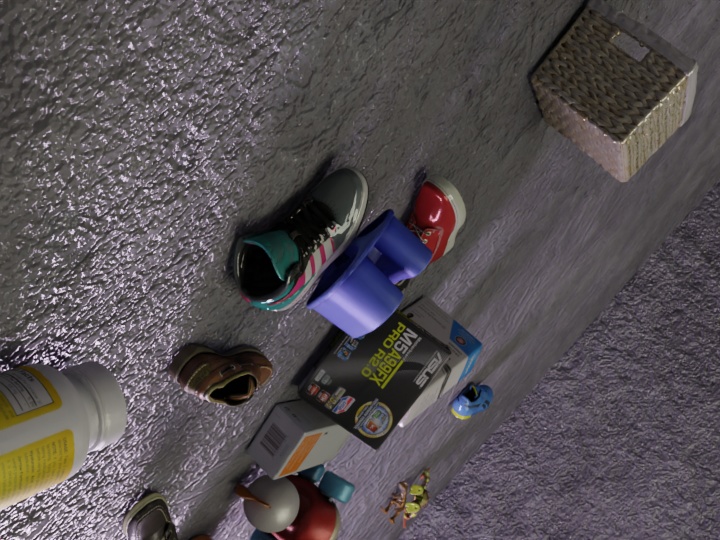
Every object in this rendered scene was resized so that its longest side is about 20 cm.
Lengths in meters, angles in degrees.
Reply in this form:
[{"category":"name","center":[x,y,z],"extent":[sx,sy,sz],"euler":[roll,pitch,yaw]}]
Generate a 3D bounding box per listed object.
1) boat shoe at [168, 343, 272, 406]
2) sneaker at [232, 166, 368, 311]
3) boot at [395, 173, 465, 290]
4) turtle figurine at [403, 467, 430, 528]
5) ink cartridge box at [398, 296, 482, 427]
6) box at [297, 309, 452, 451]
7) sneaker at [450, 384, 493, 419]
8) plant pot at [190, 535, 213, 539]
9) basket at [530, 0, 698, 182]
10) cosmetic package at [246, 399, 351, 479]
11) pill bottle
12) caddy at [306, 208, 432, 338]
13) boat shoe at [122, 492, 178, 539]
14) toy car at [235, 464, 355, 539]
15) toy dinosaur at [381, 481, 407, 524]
[{"category":"boat shoe","center":[-0.162,0.142,0.984],"extent":[0.072,0.068,0.200],"euler":[-56,157,9]},{"category":"sneaker","center":[-0.075,-0.035,0.872],"extent":[0.201,0.083,0.121],"euler":[-55,166,12]},{"category":"boot","center":[0.079,-0.044,1.147],"extent":[0.144,0.072,0.200],"euler":[-40,158,-19]},{"category":"turtle figurine","center":[0.175,0.699,2.360],"extent":[0.201,0.064,0.161],"euler":[-63,164,-5]},{"category":"ink cartridge box","center":[0.093,0.156,1.366],"extent":[0.199,0.146,0.085],"euler":[-31,152,-38]},{"category":"box","center":[0.021,0.157,1.225],"extent":[0.200,0.160,0.044],"euler":[-52,-172,6]},{"category":"sneaker","center":[0.327,0.351,2.176],"extent":[0.199,0.066,0.079],"euler":[-16,136,-53]},{"category":"plant pot","center":[-0.246,0.553,1.294],"extent":[0.200,0.183,0.201],"euler":[-40,155,-22]},{"category":"basket","center":[0.392,-0.274,1.214],"extent":[0.161,0.198,0.200],"euler":[-48,157,6]},{"category":"cosmetic package","center":[-0.090,0.275,1.307],"extent":[0.102,0.071,0.200],"euler":[-57,156,14]},{"category":"pill bottle","center":[-0.308,0.145,0.673],"extent":[0.199,0.111,0.112],"euler":[-17,140,-51]},{"category":"caddy","center":[0.000,0.000,0.981],"extent":[0.142,0.105,0.200],"euler":[-52,-174,-21]},{"category":"boat shoe","center":[-0.291,0.387,1.117],"extent":[0.073,0.065,0.201],"euler":[-34,151,-29]},{"category":"toy car","center":[-0.147,0.401,1.342],"extent":[0.200,0.176,0.185],"euler":[39,76,-38]},{"category":"toy dinosaur","center":[0.113,0.701,2.313],"extent":[0.106,0.060,0.201],"euler":[-36,153,-33]}]
